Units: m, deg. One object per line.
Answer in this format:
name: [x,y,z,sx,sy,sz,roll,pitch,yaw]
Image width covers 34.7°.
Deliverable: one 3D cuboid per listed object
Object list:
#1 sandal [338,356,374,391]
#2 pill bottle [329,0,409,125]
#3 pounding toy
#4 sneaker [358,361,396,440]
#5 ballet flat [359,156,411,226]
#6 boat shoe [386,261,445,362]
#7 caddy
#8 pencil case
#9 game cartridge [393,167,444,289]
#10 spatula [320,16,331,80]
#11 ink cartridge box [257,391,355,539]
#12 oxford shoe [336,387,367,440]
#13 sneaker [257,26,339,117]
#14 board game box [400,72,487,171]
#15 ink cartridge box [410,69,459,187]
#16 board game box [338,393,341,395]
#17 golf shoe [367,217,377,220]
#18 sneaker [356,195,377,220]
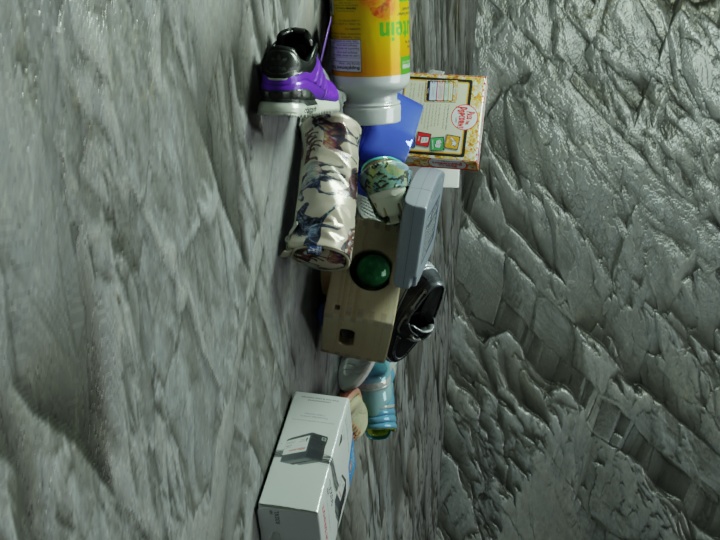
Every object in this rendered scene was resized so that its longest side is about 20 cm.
sandal: [0.024,0.115,1.910,0.050,0.082,0.204,36,61,-28]
pill bottle: [0.014,-0.307,1.605,0.111,0.110,0.202,-53,143,-71]
pounding toy: [-0.010,0.004,1.674,0.200,0.141,0.185,98,3,-65]
sneaker: [0.027,0.217,1.994,0.200,0.079,0.132,-51,137,-76]
ballet flat: [0.041,-0.099,1.546,0.200,0.074,0.075,41,55,-79]
boat shoe: [0.085,0.080,1.805,0.068,0.071,0.201,53,-45,36]
caddy: [0.019,-0.197,1.754,0.201,0.104,0.142,-72,-173,-50]
pencil case: [-0.048,-0.104,1.477,0.078,0.089,0.202,-24,-123,60]
game cartridge: [0.081,-0.068,1.571,0.200,0.041,0.134,-58,153,-70]
spatula: [-0.046,-0.251,1.587,0.057,0.020,0.201,-80,170,-45]
ink cartridge box: [-0.069,0.287,1.553,0.201,0.083,0.146,-73,165,-48]
oxford shoe: [-0.018,0.226,1.773,0.074,0.070,0.200,64,9,6]
sneaker: [-0.067,-0.233,1.350,0.200,0.069,0.100,-46,138,-75]
board game box: [0.105,-0.250,1.914,0.046,0.198,0.153,56,41,-73]
ink cartridge box: [0.107,-0.254,2.046,0.129,0.124,0.202,-133,-136,-76]
board game box: [-0.038,0.293,1.882,0.201,0.030,0.096,-70,162,-48]
golf shoe: [0.000,0.000,1.861,0.088,0.077,0.201,-93,-171,-64]
sneaker: [0.035,-0.117,1.919,0.201,0.073,0.082,-79,166,-51]
